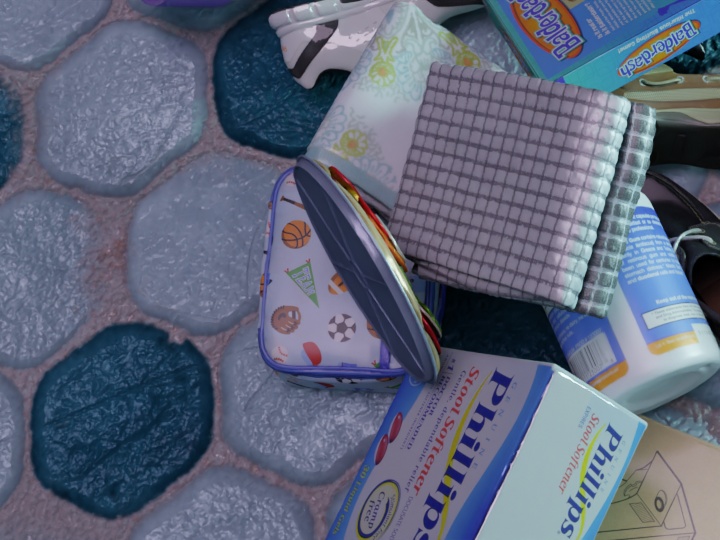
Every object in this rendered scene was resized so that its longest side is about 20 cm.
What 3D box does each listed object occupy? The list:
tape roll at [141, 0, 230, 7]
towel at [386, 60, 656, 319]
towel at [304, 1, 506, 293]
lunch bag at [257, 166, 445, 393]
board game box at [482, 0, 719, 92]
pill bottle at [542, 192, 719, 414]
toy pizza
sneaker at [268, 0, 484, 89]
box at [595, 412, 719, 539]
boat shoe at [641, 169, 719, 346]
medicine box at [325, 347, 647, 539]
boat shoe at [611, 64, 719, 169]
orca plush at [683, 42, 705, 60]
[{"bbox_3d":[-0.155,-0.334,1.733,0.065,0.200,0.201,-2,64,-26],"label":"tape roll"},{"bbox_3d":[0.121,-0.060,1.478,0.199,0.085,0.167,15,91,47],"label":"towel"},{"bbox_3d":[0.069,-0.098,1.603,0.199,0.048,0.172,34,65,-11],"label":"towel"},{"bbox_3d":[0.000,0.000,1.635,0.159,0.076,0.201,1,72,14],"label":"lunch bag"},{"bbox_3d":[0.211,-0.225,1.582,0.199,0.045,0.152,-28,47,3],"label":"board game box"},{"bbox_3d":[0.193,0.005,1.534,0.112,0.112,0.201,-24,71,6],"label":"pill bottle"},{"bbox_3d":[0.011,-0.005,1.491,0.032,0.200,0.201,-30,65,-9],"label":"toy pizza"},{"bbox_3d":[0.024,-0.212,1.718,0.199,0.074,0.081,-14,96,5],"label":"sneaker"},{"bbox_3d":[0.204,0.192,1.534,0.199,0.021,0.164,23,77,23],"label":"box"},{"bbox_3d":[0.273,-0.011,1.566,0.072,0.068,0.200,-35,63,0],"label":"boat shoe"},{"bbox_3d":[0.090,0.164,1.478,0.200,0.103,0.183,3,64,62],"label":"medicine box"},{"bbox_3d":[0.237,-0.131,1.608,0.199,0.076,0.074,6,56,-4],"label":"boat shoe"},{"bbox_3d":[0.299,-0.250,1.638,0.105,0.071,0.201,-2,54,26],"label":"orca plush"}]
